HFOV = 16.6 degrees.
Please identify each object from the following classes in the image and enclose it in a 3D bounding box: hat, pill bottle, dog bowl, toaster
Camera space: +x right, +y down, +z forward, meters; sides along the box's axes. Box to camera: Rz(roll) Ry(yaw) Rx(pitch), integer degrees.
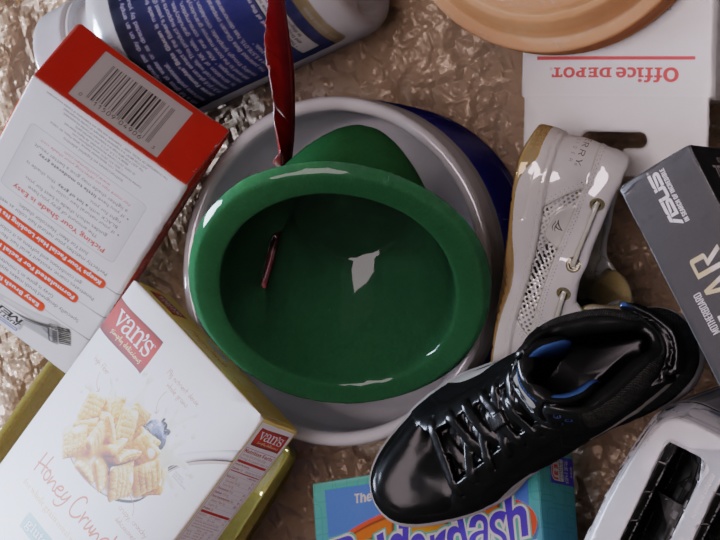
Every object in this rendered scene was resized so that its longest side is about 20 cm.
[{"bbox_3d":[-0.005,-0.055,1.383,0.165,0.176,0.200,8,132,-1],"label":"hat"},{"bbox_3d":[-0.093,-0.155,1.465,0.200,0.111,0.111,-23,81,25],"label":"pill bottle"},{"bbox_3d":[0.000,0.000,1.440,0.200,0.079,0.201,0,91,26],"label":"dog bowl"},{"bbox_3d":[0.191,0.141,1.318,0.113,0.129,0.200,30,104,22],"label":"toaster"}]

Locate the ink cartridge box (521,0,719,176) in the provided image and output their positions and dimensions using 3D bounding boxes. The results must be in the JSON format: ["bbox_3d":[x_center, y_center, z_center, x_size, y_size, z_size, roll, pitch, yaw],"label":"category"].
[{"bbox_3d":[0.155,-0.151,1.365,0.115,0.068,0.201,3,92,28],"label":"ink cartridge box"}]

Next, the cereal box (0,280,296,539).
[{"bbox_3d":[-0.141,0.125,1.418,0.200,0.039,0.144,-55,50,8],"label":"cereal box"}]

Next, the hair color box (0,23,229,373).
[{"bbox_3d":[-0.171,-0.039,1.473,0.111,0.064,0.200,36,134,-1],"label":"hair color box"}]

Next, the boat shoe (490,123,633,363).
[{"bbox_3d":[0.115,0.017,1.358,0.069,0.071,0.200,13,128,14],"label":"boat shoe"}]

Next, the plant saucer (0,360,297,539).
[{"bbox_3d":[-0.156,0.167,1.493,0.200,0.048,0.200,20,66,32],"label":"plant saucer"}]

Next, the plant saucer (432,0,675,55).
[{"bbox_3d":[0.103,-0.218,1.336,0.200,0.032,0.201,0,90,29],"label":"plant saucer"}]

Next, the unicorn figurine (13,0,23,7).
[{"bbox_3d":[-0.185,-0.277,1.540,0.137,0.074,0.200,-45,58,30],"label":"unicorn figurine"}]

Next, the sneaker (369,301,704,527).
[{"bbox_3d":[0.078,0.070,1.288,0.200,0.112,0.073,-30,75,13],"label":"sneaker"}]

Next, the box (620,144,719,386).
[{"bbox_3d":[0.218,0.018,1.263,0.043,0.200,0.161,-31,78,23],"label":"box"}]

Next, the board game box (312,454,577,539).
[{"bbox_3d":[0.051,0.209,1.373,0.152,0.045,0.201,-13,73,32],"label":"board game box"}]
